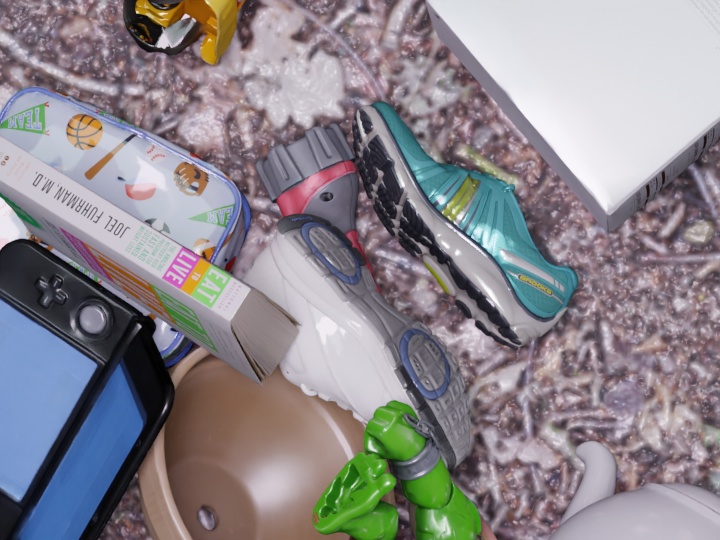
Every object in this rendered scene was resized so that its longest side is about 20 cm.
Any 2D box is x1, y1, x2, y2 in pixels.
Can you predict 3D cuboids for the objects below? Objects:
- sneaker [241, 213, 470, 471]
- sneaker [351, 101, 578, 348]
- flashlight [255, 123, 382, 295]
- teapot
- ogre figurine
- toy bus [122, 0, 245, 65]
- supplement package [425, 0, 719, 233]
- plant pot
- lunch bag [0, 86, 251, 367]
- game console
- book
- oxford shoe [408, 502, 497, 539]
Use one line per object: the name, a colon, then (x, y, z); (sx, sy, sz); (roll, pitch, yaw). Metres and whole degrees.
sneaker: (-0.003, 0.058, 1.701); (0.087, 0.074, 0.200); (-44, 79, 29)
sneaker: (0.068, -0.039, 1.757); (0.080, 0.078, 0.200); (-40, 88, -18)
flashlight: (0.000, 0.000, 1.752); (0.068, 0.068, 0.201); (-27, 83, -5)
teapot: (0.215, 0.208, 1.660); (0.200, 0.197, 0.146); (38, 79, -4)
ogre figurine: (0.017, 0.196, 1.635); (0.098, 0.120, 0.201); (-14, 60, 39)
toy bus: (-0.135, -0.269, 1.765); (0.200, 0.136, 0.192); (34, 73, 5)
supplement package: (0.181, -0.164, 1.707); (0.200, 0.147, 0.191); (-40, 83, 1)
plant pot: (-0.080, 0.153, 1.712); (0.093, 0.200, 0.202); (-33, 81, 42)
lunch bag: (-0.188, -0.027, 1.766); (0.199, 0.076, 0.161); (25, 88, 6)
game console: (-0.222, 0.108, 1.682); (0.175, 0.116, 0.201); (33, 103, 8)
book: (-0.143, -0.011, 1.639); (0.199, 0.134, 0.048); (31, 81, 17)
oxford shoe: (0.065, 0.230, 1.696); (0.073, 0.071, 0.201); (-11, 57, -20)
